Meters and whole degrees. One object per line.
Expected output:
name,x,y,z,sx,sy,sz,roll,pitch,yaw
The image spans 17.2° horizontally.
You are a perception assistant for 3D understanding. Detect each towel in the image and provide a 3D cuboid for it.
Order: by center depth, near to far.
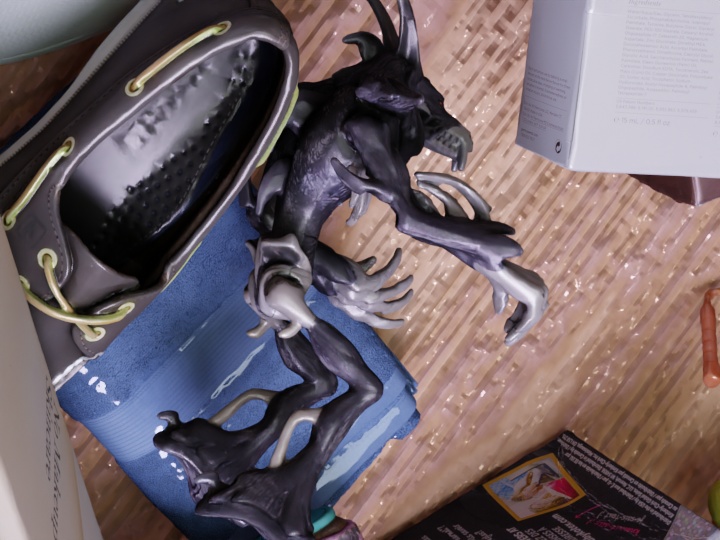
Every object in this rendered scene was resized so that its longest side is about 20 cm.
towel,-0.069,0.019,0.911,0.112,0.049,0.200,-43,118,-6

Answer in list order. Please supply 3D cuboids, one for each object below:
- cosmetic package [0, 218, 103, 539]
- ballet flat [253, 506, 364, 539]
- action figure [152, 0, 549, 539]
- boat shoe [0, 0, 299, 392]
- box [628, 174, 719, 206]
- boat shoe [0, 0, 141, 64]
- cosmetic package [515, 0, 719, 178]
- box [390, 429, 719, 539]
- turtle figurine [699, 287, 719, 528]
cosmetic package,-0.135,0.069,0.769,0.072,0.104,0.201,-9,134,3
ballet flat,-0.084,0.151,0.883,0.198,0.069,0.072,-18,89,-15
action figure,0.000,0.000,0.849,0.101,0.119,0.202,22,85,-27
boat shoe,-0.095,-0.016,0.824,0.072,0.061,0.202,34,96,-27
box,0.196,-0.111,0.977,0.199,0.075,0.101,-20,112,-16
boat shoe,-0.099,-0.122,0.850,0.198,0.076,0.061,-12,70,-17
cosmetic package,0.164,-0.112,0.894,0.198,0.052,0.152,2,104,-23
box,0.104,0.194,0.993,0.114,0.132,0.201,-31,115,-14
turtle figurine,0.210,0.108,1.042,0.160,0.064,0.202,0,71,-30
